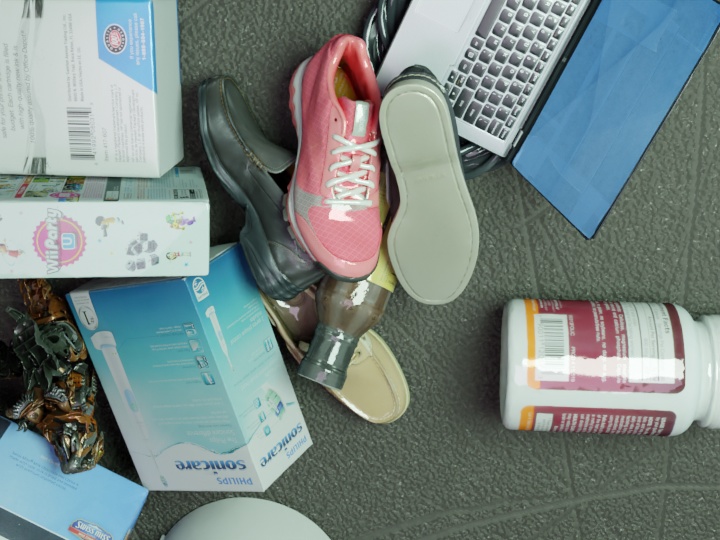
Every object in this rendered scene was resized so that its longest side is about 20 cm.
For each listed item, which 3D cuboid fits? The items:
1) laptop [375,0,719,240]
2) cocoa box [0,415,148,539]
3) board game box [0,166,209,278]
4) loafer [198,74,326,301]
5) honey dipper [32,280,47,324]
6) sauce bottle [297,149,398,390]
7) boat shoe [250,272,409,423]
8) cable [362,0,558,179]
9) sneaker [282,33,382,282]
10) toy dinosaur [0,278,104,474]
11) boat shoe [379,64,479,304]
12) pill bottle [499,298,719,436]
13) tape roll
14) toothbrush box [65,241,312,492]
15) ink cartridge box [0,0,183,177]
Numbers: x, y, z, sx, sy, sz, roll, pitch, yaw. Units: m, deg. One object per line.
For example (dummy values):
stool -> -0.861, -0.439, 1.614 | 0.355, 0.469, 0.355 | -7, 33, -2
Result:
laptop -> 0.126, -0.161, 0.790 | 0.200, 0.116, 0.187 | 26, 113, -2
cocoa box -> -0.315, 0.228, 0.973 | 0.200, 0.131, 0.133 | 28, 148, -4
board game box -> -0.226, -0.042, 0.868 | 0.200, 0.148, 0.064 | -1, 105, -10
loafer -> -0.073, -0.078, 0.888 | 0.072, 0.073, 0.200 | -26, 83, 23
honey dipper -> -0.295, 0.004, 0.977 | 0.038, 0.038, 0.200 | 5, 112, 4
sauce bottle -> 0.000, 0.000, 0.896 | 0.065, 0.065, 0.200 | 23, 85, -2
boat shoe -> -0.032, 0.066, 0.954 | 0.071, 0.065, 0.200 | -38, 101, 15
cable -> 0.082, -0.178, 0.880 | 0.163, 0.051, 0.200 | -15, 109, 15
sneaker -> -0.017, -0.092, 0.826 | 0.074, 0.087, 0.200 | 1, 71, -22
toy dinosaur -> -0.280, 0.078, 0.925 | 0.102, 0.136, 0.200 | -38, 77, 12
boat shoe -> 0.054, -0.066, 0.839 | 0.073, 0.063, 0.200 | -4, 124, 9
pill bottle -> 0.222, 0.083, 0.911 | 0.200, 0.114, 0.114 | 2, 108, 4
tape roll -> -0.116, 0.337, 1.010 | 0.202, 0.139, 0.203 | 1, 108, 4
toothbrush box -> -0.148, 0.088, 0.935 | 0.146, 0.085, 0.200 | -8, 107, 34
ink cartridge box -> -0.257, -0.157, 0.893 | 0.200, 0.084, 0.146 | 3, 108, 5
